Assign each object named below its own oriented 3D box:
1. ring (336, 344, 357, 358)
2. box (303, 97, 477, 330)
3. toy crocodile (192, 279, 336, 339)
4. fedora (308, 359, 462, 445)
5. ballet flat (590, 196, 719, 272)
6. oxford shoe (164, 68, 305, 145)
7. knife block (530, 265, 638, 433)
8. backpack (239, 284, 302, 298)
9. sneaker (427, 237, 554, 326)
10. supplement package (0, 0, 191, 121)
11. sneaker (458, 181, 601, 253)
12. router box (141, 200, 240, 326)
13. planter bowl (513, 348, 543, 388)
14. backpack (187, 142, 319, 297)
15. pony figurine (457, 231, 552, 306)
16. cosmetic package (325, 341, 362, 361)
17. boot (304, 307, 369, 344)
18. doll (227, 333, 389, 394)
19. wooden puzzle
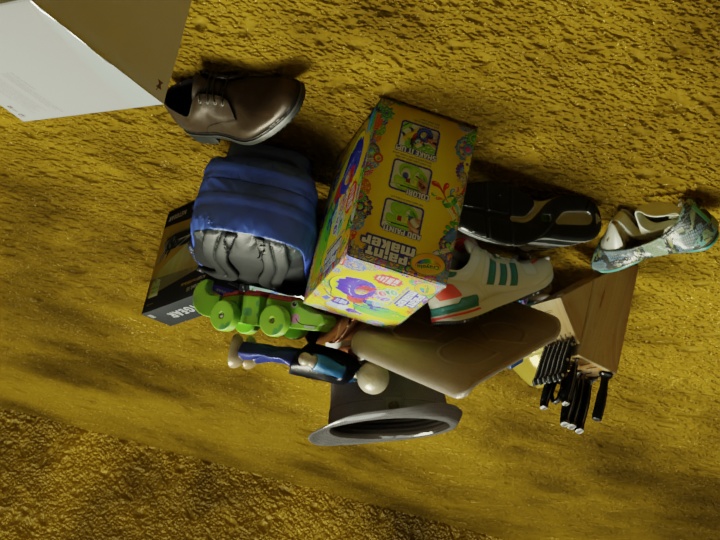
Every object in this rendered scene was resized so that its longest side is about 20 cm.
[{"bbox_3d":[0.057,0.129,1.844,0.197,0.019,0.201,5,161,2],"label":"ring"},{"bbox_3d":[0.033,-0.059,1.607,0.121,0.195,0.200,17,159,-11],"label":"box"},{"bbox_3d":[-0.121,0.050,1.728,0.198,0.063,0.067,5,176,32],"label":"toy crocodile"},{"bbox_3d":[0.028,0.162,1.772,0.197,0.092,0.177,-7,162,7],"label":"fedora"},{"bbox_3d":[0.338,-0.049,1.662,0.074,0.075,0.199,25,155,-31],"label":"ballet flat"},{"bbox_3d":[-0.147,-0.187,1.554,0.198,0.074,0.084,-5,152,39],"label":"oxford shoe"},{"bbox_3d":[0.302,0.103,1.803,0.199,0.177,0.064,-24,-177,-34],"label":"knife block"},{"bbox_3d":[-0.059,0.004,1.889,0.198,0.167,0.128,2,114,27],"label":"backpack"},{"bbox_3d":[0.154,-0.002,1.683,0.198,0.095,0.070,-21,-175,-35],"label":"sneaker"},{"bbox_3d":[-0.302,-0.259,1.341,0.198,0.149,0.191,-2,156,34],"label":"supplement package"},{"bbox_3d":[0.179,-0.050,1.684,0.198,0.077,0.115,6,164,-19],"label":"sneaker"},{"bbox_3d":[-0.221,-0.019,1.922,0.052,0.159,0.199,23,157,-28],"label":"router box"},{"bbox_3d":[0.276,0.112,1.945,0.198,0.084,0.200,-18,174,-2],"label":"planter bowl"},{"bbox_3d":[-0.129,-0.071,1.697,0.160,0.170,0.200,6,168,2],"label":"backpack"},{"bbox_3d":[0.167,0.028,1.860,0.191,0.169,0.200,-13,161,9],"label":"pony figurine"},{"bbox_3d":[0.014,0.060,1.950,0.081,0.200,0.051,-4,114,16],"label":"cosmetic package"},{"bbox_3d":[0.000,0.000,1.759,0.154,0.202,0.077,-13,-141,-33],"label":"boot"},{"bbox_3d":[-0.056,0.113,1.706,0.198,0.049,0.136,9,178,22],"label":"doll"},{"bbox_3d":[0.117,0.089,1.689,0.184,0.199,0.047,20,125,38],"label":"wooden puzzle"}]
